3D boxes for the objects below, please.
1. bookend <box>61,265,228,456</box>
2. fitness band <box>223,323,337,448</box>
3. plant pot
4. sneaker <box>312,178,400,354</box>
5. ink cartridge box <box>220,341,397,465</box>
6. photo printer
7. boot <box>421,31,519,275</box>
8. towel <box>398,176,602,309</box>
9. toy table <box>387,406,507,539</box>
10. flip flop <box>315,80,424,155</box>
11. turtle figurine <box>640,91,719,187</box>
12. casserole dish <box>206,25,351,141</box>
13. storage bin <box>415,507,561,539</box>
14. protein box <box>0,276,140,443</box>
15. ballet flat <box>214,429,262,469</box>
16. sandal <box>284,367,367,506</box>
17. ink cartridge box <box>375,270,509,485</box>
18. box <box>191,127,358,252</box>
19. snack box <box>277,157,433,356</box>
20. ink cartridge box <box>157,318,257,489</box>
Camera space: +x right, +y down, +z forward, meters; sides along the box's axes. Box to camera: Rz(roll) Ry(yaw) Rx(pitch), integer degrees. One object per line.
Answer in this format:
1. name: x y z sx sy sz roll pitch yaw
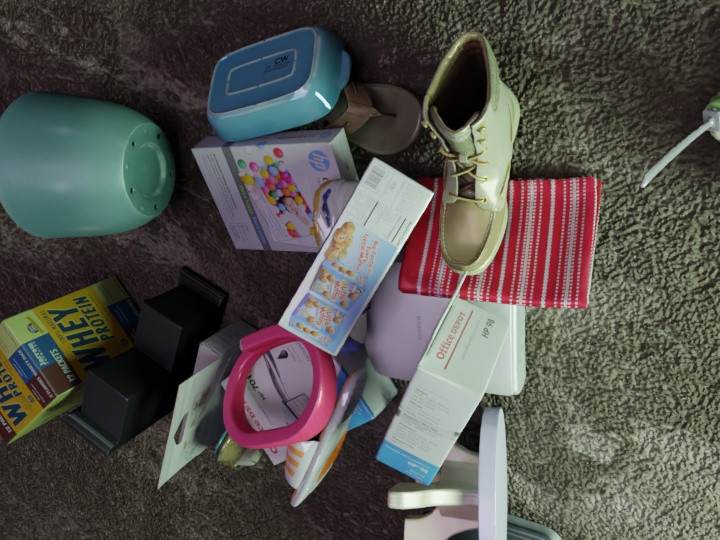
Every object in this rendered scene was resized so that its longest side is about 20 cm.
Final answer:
1. bookend: -0.309 0.125 0.891 0.092 0.200 0.199 30 120 15
2. fitness band: -0.104 0.141 0.748 0.200 0.037 0.144 -22 61 40
3. plant pot: -0.352 -0.138 0.831 0.161 0.201 0.201 5 110 13
4. sneaker: 0.000 0.000 0.678 0.088 0.075 0.200 0 105 15
5. ink cartridge box: -0.074 0.160 0.845 0.200 0.086 0.147 -34 90 31
6. photo printer: 0.091 0.055 0.726 0.200 0.069 0.167 5 109 27
7. boot: 0.100 -0.101 0.580 0.072 0.155 0.200 11 88 22
8. towel: 0.142 -0.036 0.647 0.200 0.022 0.145 4 71 27
9. toy table: 0.111 0.264 0.735 0.117 0.184 0.200 0 72 19
10. flip flop: -0.018 -0.189 0.703 0.200 0.058 0.081 28 115 20
11. turtle figurine: 0.352 -0.120 0.464 0.144 0.200 0.194 19 94 56
12. casserole dish: -0.105 -0.219 0.709 0.200 0.039 0.121 -6 68 27
13. storage bin: 0.142 0.404 0.786 0.200 0.134 0.146 10 112 26
14. protein box: -0.479 0.139 0.986 0.198 0.200 0.135 -36 89 33
15. ballet flat: -0.177 0.263 0.910 0.071 0.071 0.200 48 157 5
16. sandal: -0.052 0.194 0.755 0.059 0.079 0.207 28 111 16
17. ink cartridge box: 0.088 0.112 0.626 0.067 0.116 0.200 26 131 10
18. box: -0.094 -0.095 0.762 0.200 0.041 0.156 3 130 26
19. snack box: -0.007 -0.012 0.636 0.072 0.024 0.200 30 99 -7
20. ink cartridge box: -0.232 0.189 0.886 0.044 0.174 0.200 29 119 17
